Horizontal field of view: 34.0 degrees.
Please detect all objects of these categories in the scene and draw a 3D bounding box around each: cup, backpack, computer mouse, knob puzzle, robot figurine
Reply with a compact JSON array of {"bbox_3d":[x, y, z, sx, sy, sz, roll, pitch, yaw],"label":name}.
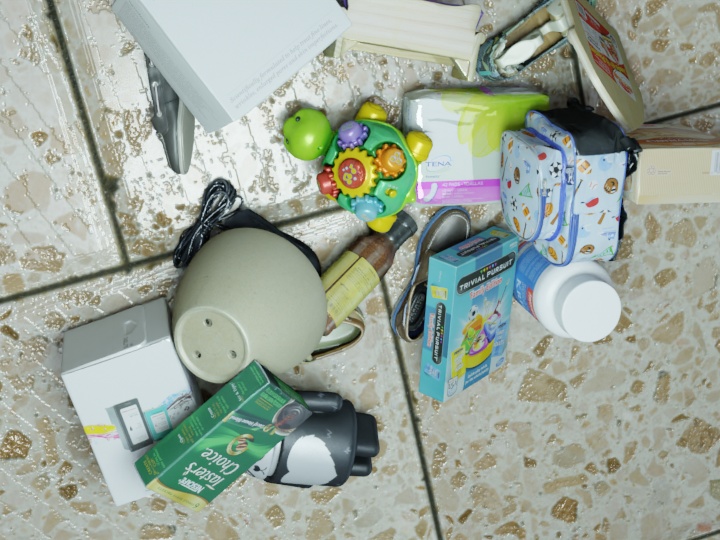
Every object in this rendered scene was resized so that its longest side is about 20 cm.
[{"bbox_3d":[-0.157,0.064,1.477,0.199,0.143,0.202,7,112,17],"label":"cup"},{"bbox_3d":[0.263,-0.101,1.500,0.153,0.200,0.192,-12,113,-4],"label":"backpack"},{"bbox_3d":[-0.140,-0.017,1.574,0.199,0.053,0.139,28,97,-17],"label":"computer mouse"},{"bbox_3d":[0.308,-0.258,1.510,0.030,0.220,0.220,-27,111,27],"label":"knob puzzle"},{"bbox_3d":[-0.076,0.233,1.616,0.198,0.125,0.152,8,91,-14],"label":"robot figurine"}]

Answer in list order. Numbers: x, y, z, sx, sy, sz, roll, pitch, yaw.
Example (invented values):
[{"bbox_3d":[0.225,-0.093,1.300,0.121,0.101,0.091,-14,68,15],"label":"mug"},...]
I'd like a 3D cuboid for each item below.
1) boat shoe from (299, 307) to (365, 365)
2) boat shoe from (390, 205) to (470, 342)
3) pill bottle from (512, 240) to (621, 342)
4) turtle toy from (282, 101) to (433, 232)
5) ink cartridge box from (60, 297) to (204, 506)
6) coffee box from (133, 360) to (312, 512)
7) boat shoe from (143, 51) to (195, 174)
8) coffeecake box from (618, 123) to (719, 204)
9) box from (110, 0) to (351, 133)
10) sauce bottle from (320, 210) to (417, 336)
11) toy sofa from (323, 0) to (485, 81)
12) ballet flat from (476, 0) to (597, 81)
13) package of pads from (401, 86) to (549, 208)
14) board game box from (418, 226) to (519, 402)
[{"bbox_3d":[-0.087,0.094,1.604,0.198,0.074,0.076,-19,108,-6],"label":"boat shoe"},{"bbox_3d":[0.107,0.010,1.621,0.072,0.072,0.201,18,101,-15],"label":"boat shoe"},{"bbox_3d":[0.275,0.025,1.592,0.111,0.200,0.113,-3,105,-10],"label":"pill bottle"},{"bbox_3d":[-0.011,-0.142,1.525,0.199,0.101,0.146,34,113,16],"label":"turtle toy"},{"bbox_3d":[-0.287,0.167,1.537,0.145,0.147,0.201,-19,112,-5],"label":"ink cartridge box"},{"bbox_3d":[-0.167,0.208,1.449,0.200,0.044,0.123,-40,144,3],"label":"coffee box"},{"bbox_3d":[-0.247,-0.223,1.497,0.056,0.067,0.202,1,100,8],"label":"boat shoe"},{"bbox_3d":[0.400,-0.145,1.571,0.152,0.200,0.074,-3,106,-11],"label":"coffeecake box"},{"bbox_3d":[-0.156,-0.306,1.410,0.199,0.131,0.200,-41,103,-15],"label":"box"},{"bbox_3d":[0.000,0.000,1.579,0.200,0.066,0.066,-44,110,-17],"label":"sauce bottle"},{"bbox_3d":[0.056,-0.308,1.520,0.198,0.083,0.098,7,100,-13],"label":"toy sofa"},{"bbox_3d":[0.243,-0.315,1.563,0.200,0.074,0.074,-39,109,0],"label":"ballet flat"},{"bbox_3d":[0.154,-0.169,1.584,0.198,0.068,0.156,-4,106,-11],"label":"package of pads"},{"bbox_3d":[0.148,0.059,1.595,0.151,0.047,0.202,-25,127,-45],"label":"board game box"}]
